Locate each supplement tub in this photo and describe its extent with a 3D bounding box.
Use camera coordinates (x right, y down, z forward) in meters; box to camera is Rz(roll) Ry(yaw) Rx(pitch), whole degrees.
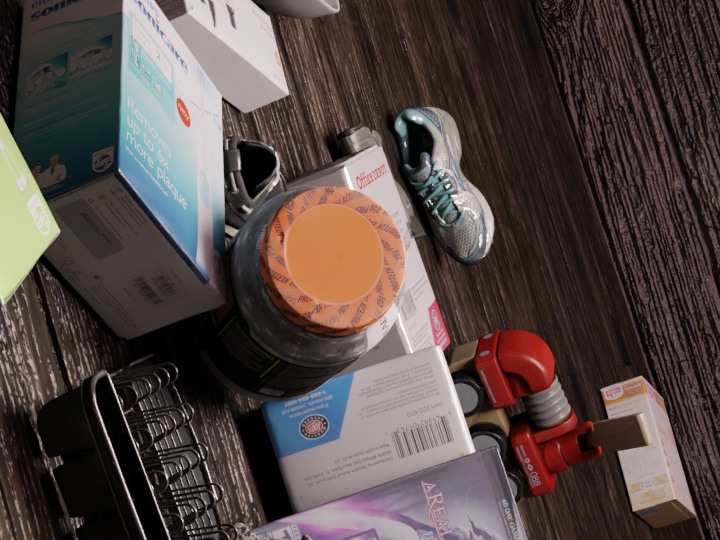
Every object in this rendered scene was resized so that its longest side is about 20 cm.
[{"bbox_3d":[-0.042,0.016,1.242,0.200,0.122,0.123,140,-65,-69],"label":"supplement tub"}]

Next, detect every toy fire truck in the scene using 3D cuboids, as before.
[{"bbox_3d":[0.202,0.149,1.903,0.129,0.199,0.177,-67,135,-68],"label":"toy fire truck"}]

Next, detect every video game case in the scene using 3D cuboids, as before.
[{"bbox_3d":[0.030,0.225,1.291,0.019,0.199,0.144,149,-77,-74],"label":"video game case"}]

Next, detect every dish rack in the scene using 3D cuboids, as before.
[{"bbox_3d":[-0.126,0.127,1.110,0.200,0.054,0.154,-29,100,-74],"label":"dish rack"}]

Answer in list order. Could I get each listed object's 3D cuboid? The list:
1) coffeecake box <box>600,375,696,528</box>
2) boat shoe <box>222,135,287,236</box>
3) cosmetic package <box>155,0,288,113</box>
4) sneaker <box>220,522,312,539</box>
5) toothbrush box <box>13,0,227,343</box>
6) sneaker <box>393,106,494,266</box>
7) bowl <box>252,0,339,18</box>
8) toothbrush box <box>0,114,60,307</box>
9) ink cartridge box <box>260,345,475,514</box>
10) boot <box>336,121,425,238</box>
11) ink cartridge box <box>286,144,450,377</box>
[{"bbox_3d":[0.448,0.284,2.786,0.153,0.073,0.201,39,36,-61],"label":"coffeecake box"},{"bbox_3d":[-0.091,-0.070,1.431,0.200,0.067,0.072,8,62,-74],"label":"boat shoe"},{"bbox_3d":[-0.126,-0.205,1.495,0.200,0.050,0.083,32,42,-65],"label":"cosmetic package"},{"bbox_3d":[-0.016,0.217,1.234,0.199,0.077,0.089,23,31,-30],"label":"sneaker"},{"bbox_3d":[-0.157,-0.080,1.189,0.147,0.085,0.201,55,21,-45],"label":"toothbrush box"},{"bbox_3d":[0.085,-0.097,2.058,0.086,0.077,0.201,8,57,-59],"label":"sneaker"},{"bbox_3d":[-0.102,-0.340,1.685,0.200,0.074,0.201,33,42,-65],"label":"bowl"},{"bbox_3d":[-0.245,-0.063,0.773,0.086,0.145,0.201,-68,137,-66],"label":"toothbrush box"},{"bbox_3d":[0.022,0.174,1.363,0.085,0.144,0.201,98,-25,-84],"label":"ink cartridge box"},{"bbox_3d":[0.005,-0.083,1.786,0.200,0.067,0.131,-13,79,-81],"label":"boot"},{"bbox_3d":[0.000,0.000,1.614,0.145,0.084,0.201,-40,111,-73],"label":"ink cartridge box"}]
